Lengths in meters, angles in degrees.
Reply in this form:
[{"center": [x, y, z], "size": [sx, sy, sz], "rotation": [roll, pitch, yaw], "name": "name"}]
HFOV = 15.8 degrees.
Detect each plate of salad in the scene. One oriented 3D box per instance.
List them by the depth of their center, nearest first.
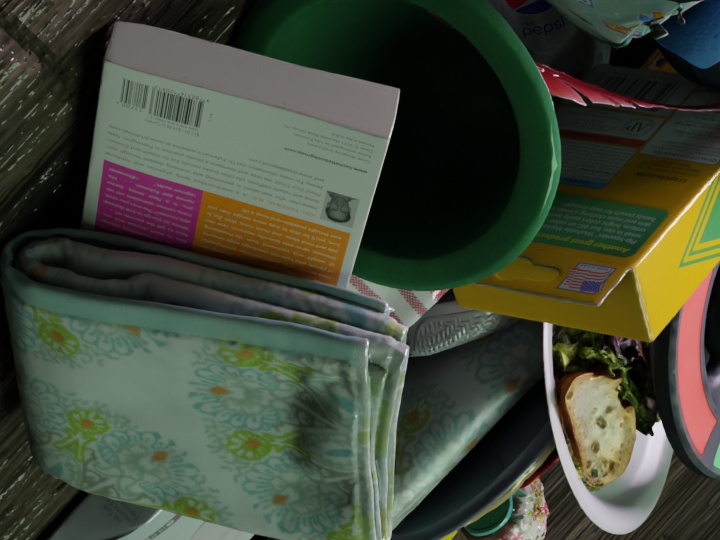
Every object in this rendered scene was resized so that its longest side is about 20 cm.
[{"center": [0.153, 0.049, 1.471], "size": [0.200, 0.048, 0.201], "rotation": [15, 72, -60], "name": "plate of salad"}]

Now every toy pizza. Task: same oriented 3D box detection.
[{"center": [0.083, 0.094, 1.567], "size": [0.200, 0.032, 0.200], "rotation": [-43, -162, 17], "name": "toy pizza"}]

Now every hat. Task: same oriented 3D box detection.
[{"center": [0.053, -0.094, 1.309], "size": [0.165, 0.200, 0.176], "rotation": [-36, -174, 33], "name": "hat"}]

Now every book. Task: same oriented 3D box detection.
[{"center": [-0.066, -0.024, 1.225], "size": [0.200, 0.133, 0.048], "rotation": [107, -3, -51], "name": "book"}]

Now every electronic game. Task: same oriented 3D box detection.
[{"center": [0.225, 0.021, 1.476], "size": [0.200, 0.041, 0.201], "rotation": [-21, 118, -48], "name": "electronic game"}]

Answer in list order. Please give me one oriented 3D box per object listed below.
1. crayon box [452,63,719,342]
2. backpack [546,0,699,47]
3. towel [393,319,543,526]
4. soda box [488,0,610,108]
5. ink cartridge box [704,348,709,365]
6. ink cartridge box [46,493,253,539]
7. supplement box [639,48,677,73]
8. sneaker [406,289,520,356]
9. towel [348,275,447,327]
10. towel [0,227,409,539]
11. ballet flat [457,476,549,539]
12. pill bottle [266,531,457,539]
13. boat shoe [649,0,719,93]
[{"center": [0.130, -0.030, 1.367], "size": [0.200, 0.125, 0.052], "rotation": [-45, 131, -36], "name": "crayon box"}, {"center": [0.127, -0.191, 1.293], "size": [0.126, 0.167, 0.200], "rotation": [-40, 179, 1], "name": "backpack"}, {"center": [0.042, 0.068, 1.569], "size": [0.171, 0.048, 0.200], "rotation": [-49, -164, 4], "name": "towel"}, {"center": [0.098, -0.105, 1.500], "size": [0.068, 0.063, 0.200], "rotation": [-43, 160, -18], "name": "soda box"}, {"center": [0.216, 0.026, 1.650], "size": [0.145, 0.200, 0.085], "rotation": [-5, 93, -36], "name": "ink cartridge box"}, {"center": [-0.137, 0.174, 1.556], "size": [0.200, 0.057, 0.163], "rotation": [-51, 161, -6], "name": "ink cartridge box"}, {"center": [0.218, -0.091, 1.617], "size": [0.109, 0.109, 0.200], "rotation": [-48, -179, 2], "name": "supplement box"}, {"center": [0.000, 0.000, 1.482], "size": [0.199, 0.116, 0.075], "rotation": [-19, 178, 39], "name": "sneaker"}, {"center": [-0.041, 0.021, 1.364], "size": [0.200, 0.030, 0.146], "rotation": [-41, 133, 9], "name": "towel"}, {"center": [-0.075, 0.063, 1.262], "size": [0.172, 0.199, 0.048], "rotation": [92, 15, -48], "name": "towel"}, {"center": [0.080, 0.099, 1.672], "size": [0.075, 0.201, 0.064], "rotation": [-20, 147, 24], "name": "ballet flat"}, {"center": [0.005, 0.171, 1.757], "size": [0.200, 0.104, 0.104], "rotation": [-53, 159, 15], "name": "pill bottle"}, {"center": [0.181, -0.157, 1.424], "size": [0.084, 0.201, 0.069], "rotation": [-29, 125, 27], "name": "boat shoe"}]
